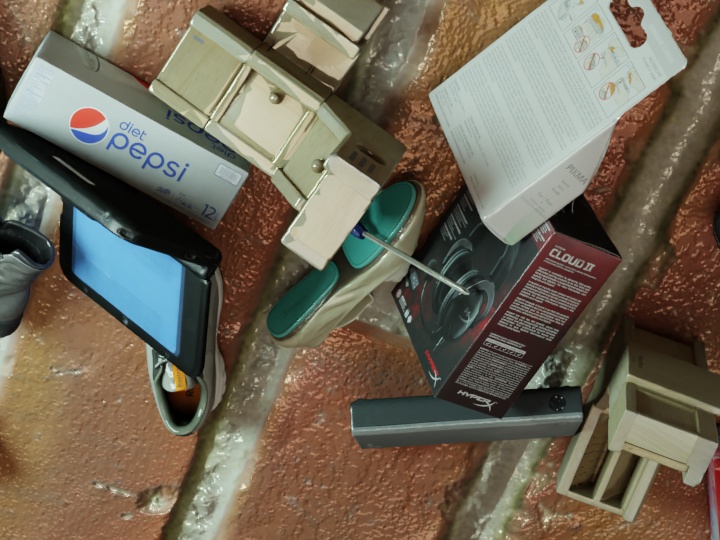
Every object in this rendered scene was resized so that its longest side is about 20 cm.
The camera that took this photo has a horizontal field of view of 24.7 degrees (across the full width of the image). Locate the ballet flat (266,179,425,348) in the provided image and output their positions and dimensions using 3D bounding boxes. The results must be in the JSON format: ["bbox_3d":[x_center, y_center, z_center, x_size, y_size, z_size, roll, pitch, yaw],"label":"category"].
[{"bbox_3d":[0.000,0.000,1.442,0.069,0.070,0.200,40,113,-18],"label":"ballet flat"}]

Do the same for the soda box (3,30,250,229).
[{"bbox_3d":[-0.190,-0.117,1.376,0.200,0.068,0.064,29,114,-12],"label":"soda box"}]

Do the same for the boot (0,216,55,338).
[{"bbox_3d":[-0.369,-0.019,1.410,0.199,0.070,0.132,13,143,-17],"label":"boot"}]

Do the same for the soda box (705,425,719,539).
[{"bbox_3d":[0.362,0.243,1.548,0.063,0.070,0.201,-8,117,6],"label":"soda box"}]

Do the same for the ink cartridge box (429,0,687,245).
[{"bbox_3d":[0.160,-0.139,1.303,0.200,0.161,0.050,-36,134,18],"label":"ink cartridge box"}]

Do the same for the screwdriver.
[{"bbox_3d":[0.014,-0.021,1.378,0.200,0.028,0.029,36,107,31],"label":"screwdriver"}]

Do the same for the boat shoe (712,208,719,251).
[{"bbox_3d":[0.360,0.027,1.437,0.200,0.076,0.060,56,146,-8],"label":"boat shoe"}]

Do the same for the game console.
[{"bbox_3d":[-0.218,-0.017,1.346,0.176,0.200,0.117,19,102,-56],"label":"game console"}]

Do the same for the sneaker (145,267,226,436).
[{"bbox_3d":[-0.158,0.056,1.460,0.074,0.079,0.201,-4,116,5],"label":"sneaker"}]

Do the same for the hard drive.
[{"bbox_3d":[0.093,0.132,1.468,0.199,0.140,0.033,-4,78,3],"label":"hard drive"}]

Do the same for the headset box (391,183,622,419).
[{"bbox_3d":[0.123,-0.002,1.376,0.077,0.149,0.200,19,119,-28],"label":"headset box"}]

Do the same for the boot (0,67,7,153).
[{"bbox_3d":[-0.385,-0.174,1.350,0.154,0.072,0.201,-12,111,7],"label":"boot"}]

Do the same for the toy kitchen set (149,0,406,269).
[{"bbox_3d":[-0.052,-0.141,1.276,0.200,0.180,0.163,35,106,-2],"label":"toy kitchen set"}]

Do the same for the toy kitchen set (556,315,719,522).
[{"bbox_3d":[0.274,0.174,1.423,0.163,0.200,0.181,20,112,1],"label":"toy kitchen set"}]
